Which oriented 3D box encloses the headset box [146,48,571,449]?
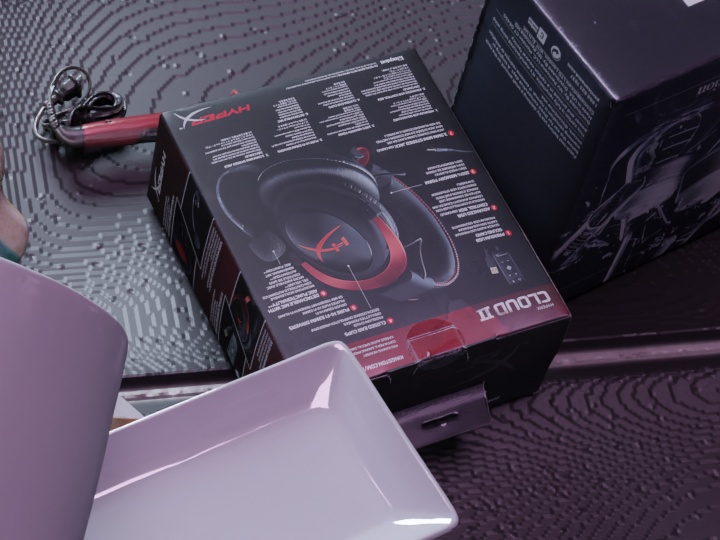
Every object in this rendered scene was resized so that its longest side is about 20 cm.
[{"bbox_3d":[0.000,0.000,1.128,0.148,0.075,0.200,-17,60,-22],"label":"headset box"}]

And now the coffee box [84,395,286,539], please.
[{"bbox_3d":[-0.084,0.159,0.994,0.200,0.080,0.114,38,57,15],"label":"coffee box"}]

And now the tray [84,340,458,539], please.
[{"bbox_3d":[-0.067,0.108,0.970,0.200,0.022,0.108,-21,63,-25],"label":"tray"}]

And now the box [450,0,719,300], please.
[{"bbox_3d":[0.156,-0.098,1.165,0.200,0.182,0.104,-24,64,-25],"label":"box"}]

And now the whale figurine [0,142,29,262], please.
[{"bbox_3d":[-0.225,-0.042,1.052,0.159,0.200,0.104,39,82,14],"label":"whale figurine"}]

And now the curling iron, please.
[{"bbox_3d":[-0.075,-0.090,1.204,0.199,0.026,0.050,-5,60,-16],"label":"curling iron"}]

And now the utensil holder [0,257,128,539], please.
[{"bbox_3d":[-0.187,0.099,0.854,0.169,0.170,0.201,15,74,-2],"label":"utensil holder"}]
